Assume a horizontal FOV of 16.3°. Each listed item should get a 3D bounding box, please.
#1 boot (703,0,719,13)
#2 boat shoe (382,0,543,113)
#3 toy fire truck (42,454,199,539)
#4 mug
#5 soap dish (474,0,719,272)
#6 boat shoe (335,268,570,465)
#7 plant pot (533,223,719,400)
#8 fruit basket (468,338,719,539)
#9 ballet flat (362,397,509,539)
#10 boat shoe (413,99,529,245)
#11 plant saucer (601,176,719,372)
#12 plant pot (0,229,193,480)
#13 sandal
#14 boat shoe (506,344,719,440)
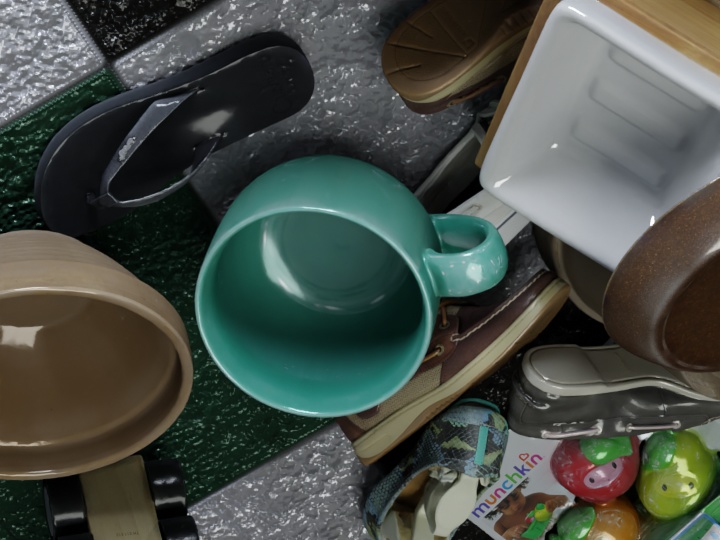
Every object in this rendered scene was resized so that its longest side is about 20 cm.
[{"bbox_3d":[0.222,-0.132,1.565,0.071,0.201,0.144,-40,178,-32],"label":"boot"},{"bbox_3d":[0.108,-0.164,1.597,0.200,0.072,0.072,-35,155,0],"label":"boat shoe"},{"bbox_3d":[-0.176,0.253,1.743,0.128,0.176,0.200,-9,142,-13],"label":"toy fire truck"},{"bbox_3d":[-0.007,0.007,1.625,0.184,0.115,0.152,18,117,-1],"label":"mug"},{"bbox_3d":[0.167,-0.092,1.525,0.157,0.081,0.200,32,144,8],"label":"soap dish"},{"bbox_3d":[0.055,0.053,1.729,0.200,0.072,0.072,-40,84,27],"label":"boat shoe"},{"bbox_3d":[0.235,-0.008,1.687,0.199,0.174,0.201,-9,128,-12],"label":"plant pot"},{"bbox_3d":[0.190,0.163,1.847,0.185,0.094,0.200,-43,123,14],"label":"fruit basket"},{"bbox_3d":[0.048,0.166,1.774,0.074,0.074,0.200,0,146,-19],"label":"ballet flat"},{"bbox_3d":[0.102,-0.084,1.655,0.066,0.072,0.200,26,121,-37],"label":"boat shoe"},{"bbox_3d":[0.244,0.002,1.526,0.200,0.035,0.201,-17,147,-11],"label":"plant saucer"},{"bbox_3d":[-0.209,0.041,1.603,0.200,0.093,0.201,-5,141,-4],"label":"plant pot"},{"bbox_3d":[-0.121,-0.085,1.589,0.200,0.043,0.076,-32,129,5],"label":"sandal"},{"bbox_3d":[0.191,0.086,1.760,0.199,0.067,0.057,2,129,-26],"label":"boat shoe"}]
